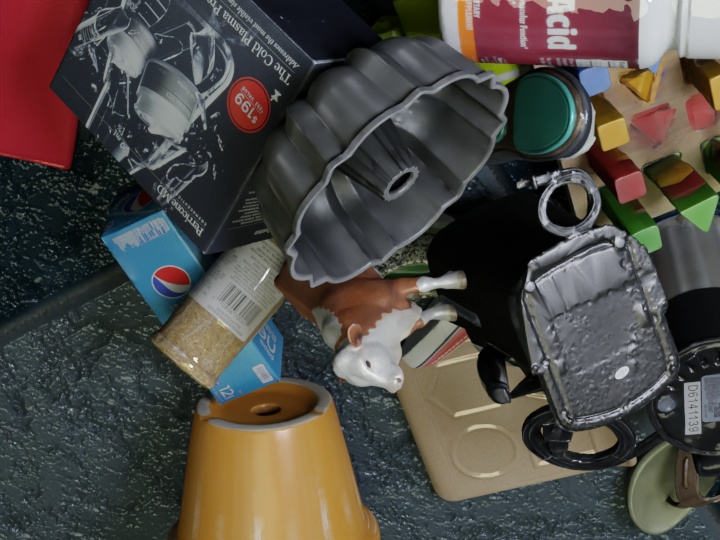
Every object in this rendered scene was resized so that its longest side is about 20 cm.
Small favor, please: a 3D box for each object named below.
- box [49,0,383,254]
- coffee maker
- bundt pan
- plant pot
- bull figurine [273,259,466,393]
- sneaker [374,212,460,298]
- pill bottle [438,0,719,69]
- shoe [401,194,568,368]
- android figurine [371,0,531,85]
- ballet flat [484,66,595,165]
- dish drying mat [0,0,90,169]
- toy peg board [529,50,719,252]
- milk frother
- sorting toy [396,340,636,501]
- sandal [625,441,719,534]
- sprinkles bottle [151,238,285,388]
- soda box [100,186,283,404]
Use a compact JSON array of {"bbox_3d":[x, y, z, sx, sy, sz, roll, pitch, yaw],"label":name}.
[{"bbox_3d":[-0.107,-0.149,1.166,0.200,0.104,0.182,45,123,20],"label":"box"},{"bbox_3d":[0.142,0.002,1.192,0.134,0.200,0.193,-3,103,-17],"label":"coffee maker"},{"bbox_3d":[0.006,-0.085,1.100,0.076,0.202,0.202,47,123,22],"label":"bundt pan"},{"bbox_3d":[-0.083,0.204,1.419,0.199,0.200,0.184,-2,109,4],"label":"plant pot"},{"bbox_3d":[0.006,0.025,1.188,0.121,0.200,0.065,-14,117,-21],"label":"bull figurine"},{"bbox_3d":[0.000,0.000,1.328,0.199,0.089,0.077,-8,123,8],"label":"sneaker"},{"bbox_3d":[0.161,-0.201,1.109,0.199,0.114,0.114,3,124,12],"label":"pill bottle"},{"bbox_3d":[0.128,0.032,1.349,0.091,0.072,0.200,39,111,-11],"label":"shoe"},{"bbox_3d":[0.104,-0.183,1.230,0.182,0.041,0.200,-19,121,14],"label":"android figurine"},{"bbox_3d":[0.132,-0.112,1.158,0.073,0.200,0.073,0,89,-25],"label":"ballet flat"},{"bbox_3d":[-0.261,-0.176,1.265,0.077,0.018,0.200,11,124,-4],"label":"dish drying mat"},{"bbox_3d":[0.252,-0.122,1.202,0.199,0.098,0.200,-22,122,-2],"label":"toy peg board"},{"bbox_3d":[0.239,0.068,1.303,0.199,0.188,0.181,9,123,-3],"label":"milk frother"},{"bbox_3d":[0.140,0.124,1.441,0.199,0.037,0.186,-12,122,15],"label":"sorting toy"},{"bbox_3d":[0.322,0.179,1.452,0.080,0.057,0.201,32,119,-18],"label":"sandal"},{"bbox_3d":[-0.087,0.002,1.291,0.068,0.068,0.200,42,84,-23],"label":"sprinkles bottle"},{"bbox_3d":[-0.142,0.017,1.358,0.064,0.068,0.200,-22,120,15],"label":"soda box"}]
